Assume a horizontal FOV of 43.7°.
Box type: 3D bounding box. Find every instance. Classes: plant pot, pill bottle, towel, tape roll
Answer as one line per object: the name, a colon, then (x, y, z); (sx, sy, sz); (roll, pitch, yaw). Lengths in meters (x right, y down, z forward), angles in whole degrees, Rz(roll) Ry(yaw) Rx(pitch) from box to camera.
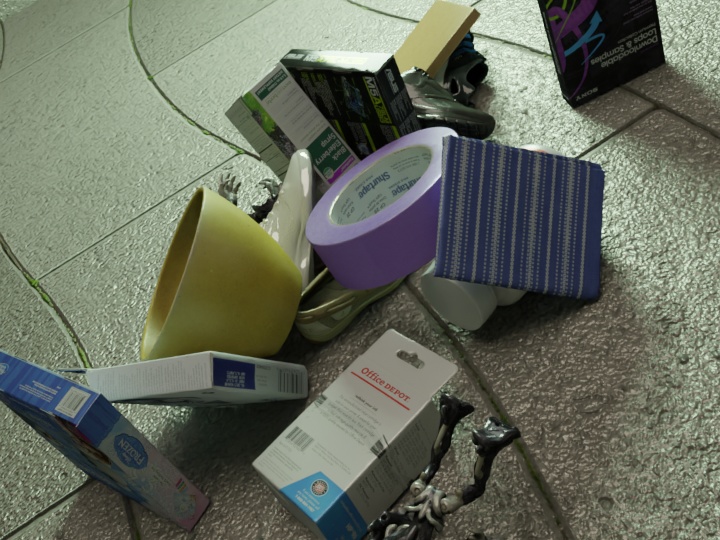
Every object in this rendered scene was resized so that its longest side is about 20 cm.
plant pot: (-0.148, 0.025, 1.013); (0.201, 0.140, 0.202); (-55, 24, 39)
pill bottle: (0.156, -0.035, 0.979); (0.111, 0.113, 0.200); (18, 56, 43)
towel: (0.165, -0.052, 0.917); (0.024, 0.197, 0.148); (166, 111, -66)
tape roll: (0.037, -0.071, 0.988); (0.198, 0.066, 0.201); (-30, 24, 15)

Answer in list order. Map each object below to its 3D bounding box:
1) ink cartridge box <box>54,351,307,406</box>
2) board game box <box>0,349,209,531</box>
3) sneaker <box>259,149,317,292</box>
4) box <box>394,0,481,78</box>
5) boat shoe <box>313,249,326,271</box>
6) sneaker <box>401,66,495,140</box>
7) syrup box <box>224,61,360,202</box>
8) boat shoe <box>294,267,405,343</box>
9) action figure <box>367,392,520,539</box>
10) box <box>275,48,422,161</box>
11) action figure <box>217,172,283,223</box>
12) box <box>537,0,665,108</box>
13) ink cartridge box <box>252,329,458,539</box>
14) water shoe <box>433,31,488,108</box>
ink cartridge box: (-0.186, 0.123, 0.960); (0.197, 0.199, 0.041); (-8, 77, 24)
board game box: (-0.280, 0.176, 0.938); (0.198, 0.200, 0.044); (12, 56, 41)
sneaker: (-0.098, -0.053, 1.110); (0.087, 0.075, 0.204); (3, 80, 5)
box: (0.083, -0.310, 1.333); (0.201, 0.021, 0.164); (-51, 24, 6)
boat shoe: (0.010, -0.065, 1.144); (0.199, 0.071, 0.076); (-40, 50, 17)
sneaker: (0.090, -0.230, 1.222); (0.196, 0.076, 0.092); (14, 73, 7)
syrup box: (-0.081, -0.167, 1.202); (0.079, 0.201, 0.081); (-46, 13, -25)
boat shoe: (-0.002, -0.001, 1.064); (0.200, 0.063, 0.073); (-41, 62, -14)
action figure: (0.067, 0.214, 0.755); (0.118, 0.102, 0.203); (22, 85, 38)
box: (-0.003, -0.195, 1.192); (0.191, 0.202, 0.048); (13, 51, 42)
action figure: (-0.152, -0.082, 1.224); (0.197, 0.118, 0.104); (-14, 76, 31)
box: (0.307, -0.323, 1.146); (0.141, 0.201, 0.036); (-26, 41, 3)
ink cartridge box: (0.006, 0.163, 0.882); (0.200, 0.068, 0.115); (-43, 40, -18)
water shoe: (0.155, -0.307, 1.345); (0.077, 0.072, 0.202); (9, 54, 13)
